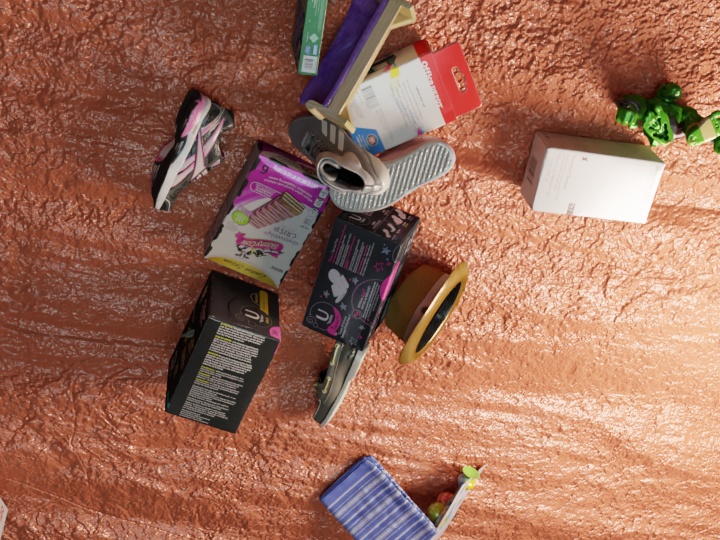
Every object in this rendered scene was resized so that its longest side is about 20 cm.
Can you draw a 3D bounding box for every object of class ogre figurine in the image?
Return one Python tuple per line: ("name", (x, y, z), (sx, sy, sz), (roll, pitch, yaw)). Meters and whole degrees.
("ogre figurine", (0.473, -0.232, 1.518), (0.199, 0.120, 0.098), (-7, 116, -5))

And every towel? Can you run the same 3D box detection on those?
("towel", (0.032, 0.462, 1.862), (0.145, 0.024, 0.200), (-44, 86, 18))

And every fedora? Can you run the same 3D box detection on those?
("fedora", (0.101, 0.057, 1.633), (0.082, 0.200, 0.201), (33, 116, 16))

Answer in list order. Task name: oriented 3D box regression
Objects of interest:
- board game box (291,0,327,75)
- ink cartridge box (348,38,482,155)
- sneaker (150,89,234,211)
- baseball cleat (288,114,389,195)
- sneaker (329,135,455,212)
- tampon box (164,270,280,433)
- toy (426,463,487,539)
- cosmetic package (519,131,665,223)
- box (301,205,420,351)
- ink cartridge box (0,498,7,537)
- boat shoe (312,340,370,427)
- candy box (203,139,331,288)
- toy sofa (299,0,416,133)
("board game box", (-0.065, -0.386, 1.350), (0.029, 0.135, 0.201), (5, 119, -10))
("ink cartridge box", (0.068, -0.264, 1.475), (0.199, 0.067, 0.116), (-22, 120, 6))
("sneaker", (-0.251, -0.168, 1.487), (0.086, 0.080, 0.200), (17, 122, -28))
("baseball cleat", (-0.048, -0.174, 1.435), (0.106, 0.200, 0.070), (-10, 127, -54))
("sneaker", (0.052, -0.151, 1.519), (0.200, 0.105, 0.076), (-21, 104, 11))
("tampon box", (-0.225, 0.134, 1.617), (0.126, 0.150, 0.200), (20, 115, -17))
("toy", (0.163, 0.453, 1.897), (0.047, 0.115, 0.200), (39, 118, 18))
("cosmetic package", (0.368, -0.148, 1.574), (0.199, 0.081, 0.113), (5, 117, -9))
("box", (0.000, 0.000, 1.569), (0.114, 0.132, 0.200), (24, 117, 7))
("ink cartridge box", (-0.733, 0.418, 1.717), (0.144, 0.145, 0.200), (-16, 121, 2))
("boat shoe", (-0.046, 0.190, 1.723), (0.060, 0.072, 0.202), (27, 122, 2))
("candy box", (-0.145, -0.086, 1.554), (0.136, 0.061, 0.200), (23, 115, -20))
("toy sofa", (-0.010, -0.303, 1.387), (0.097, 0.083, 0.200), (30, 93, 6))
